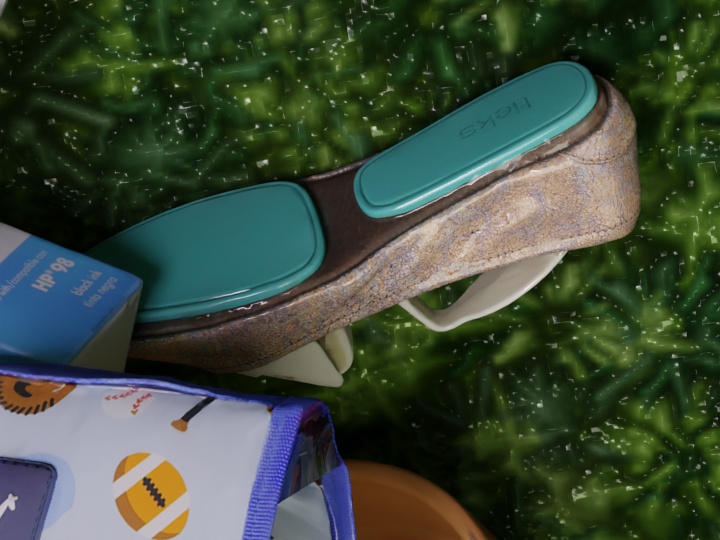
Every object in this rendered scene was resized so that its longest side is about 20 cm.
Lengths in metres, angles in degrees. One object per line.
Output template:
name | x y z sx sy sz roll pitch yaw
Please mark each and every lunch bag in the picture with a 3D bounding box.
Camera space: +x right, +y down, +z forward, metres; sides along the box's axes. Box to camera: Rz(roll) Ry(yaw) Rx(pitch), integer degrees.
lunch bag | -0.091 0.126 0.727 0.170 0.124 0.201 5 98 19

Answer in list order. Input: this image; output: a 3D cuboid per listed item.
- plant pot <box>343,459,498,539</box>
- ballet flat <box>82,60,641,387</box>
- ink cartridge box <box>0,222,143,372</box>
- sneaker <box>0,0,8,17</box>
plant pot | 0.008 0.184 0.880 0.200 0.200 0.140 -37 131 17
ballet flat | 0.000 0.000 0.836 0.200 0.068 0.067 -20 126 10
ink cartridge box | -0.179 0.027 0.817 0.200 0.067 0.116 21 122 9
sneaker | -0.161 -0.088 0.734 0.118 0.074 0.201 25 77 -17
